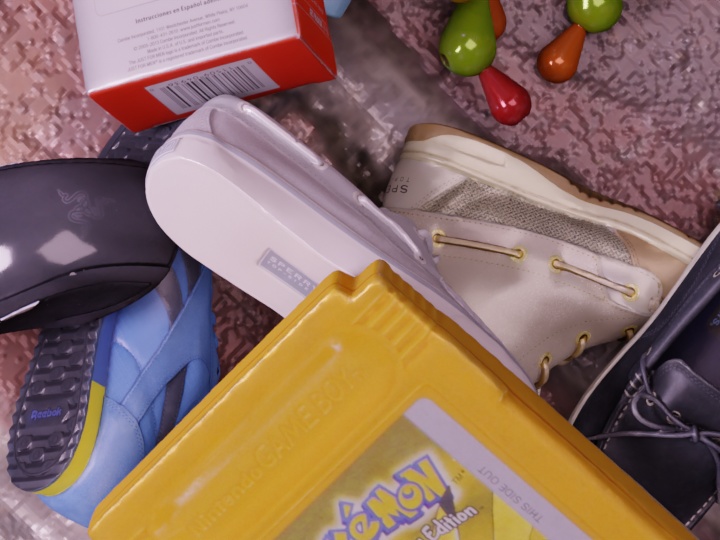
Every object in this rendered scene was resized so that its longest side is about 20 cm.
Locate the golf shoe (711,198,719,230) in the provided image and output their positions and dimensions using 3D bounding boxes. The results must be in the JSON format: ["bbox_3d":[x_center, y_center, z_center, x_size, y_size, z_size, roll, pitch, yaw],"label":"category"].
[{"bbox_3d":[0.259,-0.051,1.222,0.200,0.073,0.092,-40,110,-5],"label":"golf shoe"}]

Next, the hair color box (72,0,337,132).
[{"bbox_3d":[-0.079,-0.172,1.142,0.101,0.061,0.202,-13,73,13],"label":"hair color box"}]

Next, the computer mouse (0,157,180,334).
[{"bbox_3d":[-0.173,0.022,1.106,0.198,0.046,0.141,-10,68,10],"label":"computer mouse"}]

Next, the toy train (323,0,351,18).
[{"bbox_3d":[0.014,-0.218,1.169,0.150,0.055,0.201,37,105,36],"label":"toy train"}]

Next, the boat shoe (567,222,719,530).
[{"bbox_3d":[0.142,0.059,1.124,0.074,0.062,0.201,33,89,-14],"label":"boat shoe"}]

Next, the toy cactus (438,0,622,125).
[{"bbox_3d":[0.081,-0.181,1.198,0.165,0.102,0.200,39,88,6],"label":"toy cactus"}]

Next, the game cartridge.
[{"bbox_3d":[0.014,0.114,1.098,0.200,0.032,0.176,40,111,-14],"label":"game cartridge"}]

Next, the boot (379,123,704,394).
[{"bbox_3d":[0.083,0.041,1.178,0.199,0.072,0.156,25,80,-1],"label":"boot"}]

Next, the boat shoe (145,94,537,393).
[{"bbox_3d":[0.000,0.000,1.118,0.199,0.072,0.069,34,48,-3],"label":"boat shoe"}]

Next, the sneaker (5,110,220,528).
[{"bbox_3d":[-0.093,0.019,1.164,0.078,0.066,0.202,27,71,-36],"label":"sneaker"}]
